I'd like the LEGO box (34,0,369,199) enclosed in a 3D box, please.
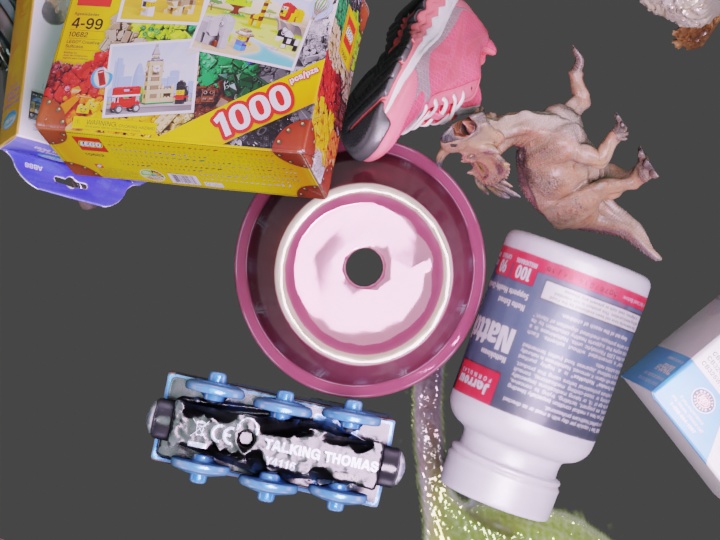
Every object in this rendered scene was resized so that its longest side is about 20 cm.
[{"bbox_3d":[-0.108,-0.141,1.217,0.198,0.077,0.151,6,70,16],"label":"LEGO box"}]

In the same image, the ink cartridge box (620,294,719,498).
[{"bbox_3d":[0.324,0.072,1.330,0.200,0.125,0.129,-40,92,1],"label":"ink cartridge box"}]

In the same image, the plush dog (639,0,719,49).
[{"bbox_3d":[0.223,-0.269,1.329,0.172,0.161,0.200,41,62,11],"label":"plush dog"}]

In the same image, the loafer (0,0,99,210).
[{"bbox_3d":[-0.246,-0.138,1.339,0.063,0.072,0.201,-36,94,6],"label":"loafer"}]

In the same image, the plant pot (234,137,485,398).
[{"bbox_3d":[0.000,0.000,1.294,0.197,0.179,0.203,0,92,-1],"label":"plant pot"}]

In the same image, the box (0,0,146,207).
[{"bbox_3d":[-0.201,-0.153,1.298,0.118,0.041,0.202,14,69,-32],"label":"box"}]

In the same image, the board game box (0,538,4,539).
[{"bbox_3d":[-0.243,0.294,1.333,0.199,0.103,0.106,28,91,-2],"label":"board game box"}]

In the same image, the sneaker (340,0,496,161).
[{"bbox_3d":[0.054,-0.141,1.303,0.087,0.074,0.201,40,46,-13],"label":"sneaker"}]

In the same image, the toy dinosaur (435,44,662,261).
[{"bbox_3d":[0.149,-0.075,1.344,0.135,0.086,0.200,-34,116,11],"label":"toy dinosaur"}]

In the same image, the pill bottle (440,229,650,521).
[{"bbox_3d":[0.135,0.081,1.328,0.118,0.120,0.202,20,91,-2],"label":"pill bottle"}]

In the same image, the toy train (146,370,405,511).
[{"bbox_3d":[-0.064,0.130,1.328,0.198,0.114,0.088,11,88,-2],"label":"toy train"}]
